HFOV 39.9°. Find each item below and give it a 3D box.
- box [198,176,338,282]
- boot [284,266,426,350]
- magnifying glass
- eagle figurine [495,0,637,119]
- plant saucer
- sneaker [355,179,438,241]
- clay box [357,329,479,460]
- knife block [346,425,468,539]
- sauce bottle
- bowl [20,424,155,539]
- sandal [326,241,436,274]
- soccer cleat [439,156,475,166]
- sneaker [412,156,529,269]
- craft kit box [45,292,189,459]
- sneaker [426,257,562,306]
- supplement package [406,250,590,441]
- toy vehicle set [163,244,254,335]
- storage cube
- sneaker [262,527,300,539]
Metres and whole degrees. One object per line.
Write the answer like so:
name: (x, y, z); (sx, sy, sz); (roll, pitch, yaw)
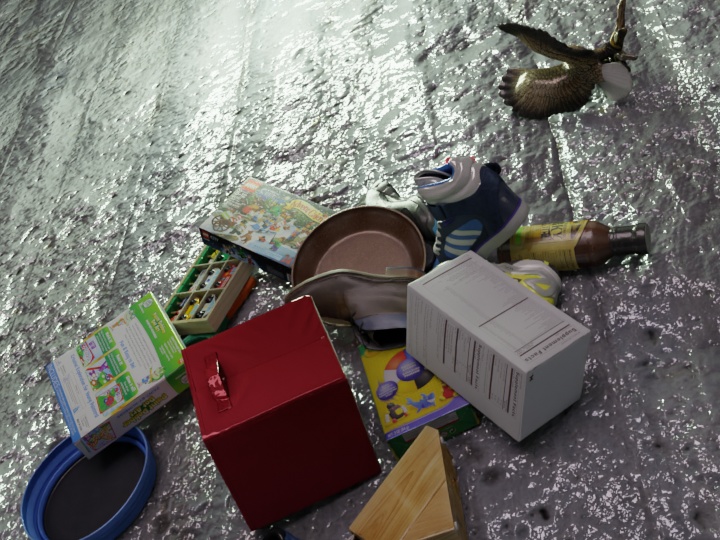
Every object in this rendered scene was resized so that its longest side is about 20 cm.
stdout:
box: (-0.135, -0.064, 1.559); (0.198, 0.038, 0.137); (22, 53, 24)
boot: (-0.007, 0.054, 1.298); (0.197, 0.075, 0.098); (-9, 46, 11)
magnifying glass: (-0.223, 0.086, 1.517); (0.079, 0.023, 0.201); (5, 48, 40)
eagle figurine: (0.318, -0.324, 1.546); (0.197, 0.154, 0.151); (-12, 2, -5)
plant saucer: (0.000, 0.000, 1.404); (0.197, 0.037, 0.203); (-8, 56, 12)
sneaker: (0.056, -0.072, 1.490); (0.082, 0.074, 0.200); (-42, 30, -11)
clay box: (0.067, 0.135, 1.271); (0.114, 0.048, 0.201); (-25, 40, 4)
knife block: (0.030, 0.291, 1.114); (0.173, 0.064, 0.201); (-19, 40, 11)
sauce bottle: (0.282, -0.033, 1.313); (0.197, 0.065, 0.065); (-6, 44, 24)
bowl: (-0.372, 0.299, 1.364); (0.198, 0.040, 0.202); (-17, 40, 14)
sandal: (0.017, 0.018, 1.439); (0.197, 0.043, 0.077); (-15, 50, 9)
soccer cleat: (0.147, -0.108, 1.479); (0.066, 0.077, 0.201); (-3, 28, 8)
sneaker: (0.118, -0.076, 1.331); (0.200, 0.146, 0.081); (-41, 16, 49)
craft kit box: (-0.350, 0.147, 1.448); (0.197, 0.049, 0.200); (-38, 40, -5)
sneaker: (0.163, 0.032, 1.305); (0.197, 0.076, 0.077); (-6, 44, 27)
supplement package: (0.158, 0.085, 1.178); (0.113, 0.111, 0.199); (-26, 44, -29)
toy vehicle set: (-0.235, 0.019, 1.572); (0.123, 0.027, 0.201); (-8, 40, 36)
storage cube: (-0.097, 0.173, 1.218); (0.178, 0.202, 0.172); (-23, 38, -4)
sneaker: (-0.132, 0.374, 1.102); (0.078, 0.090, 0.201); (7, 51, 37)
